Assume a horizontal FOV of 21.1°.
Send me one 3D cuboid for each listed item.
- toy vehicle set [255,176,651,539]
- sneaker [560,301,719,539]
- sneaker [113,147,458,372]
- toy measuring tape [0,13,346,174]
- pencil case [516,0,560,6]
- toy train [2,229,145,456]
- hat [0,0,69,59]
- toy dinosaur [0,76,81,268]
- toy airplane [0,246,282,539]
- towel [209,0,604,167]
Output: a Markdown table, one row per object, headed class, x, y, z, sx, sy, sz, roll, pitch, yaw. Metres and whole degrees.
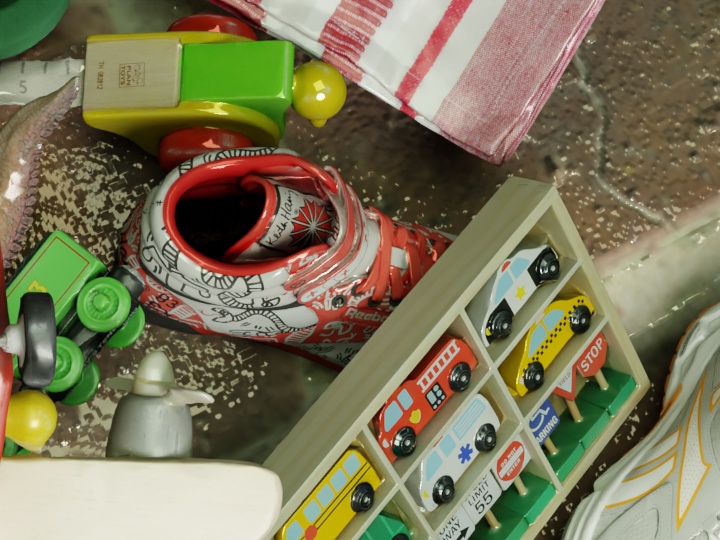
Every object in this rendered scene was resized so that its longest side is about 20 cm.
| class | x | y | z | sx | sy | sz | roll | pitch | yaw |
| --- | --- | --- | --- | --- | --- | --- | --- | --- | --- |
| toy vehicle set | 0.036 | 0.075 | 0.802 | 0.200 | 0.026 | 0.125 | -49 | 130 | -21 |
| sneaker | 0.155 | 0.095 | 0.823 | 0.076 | 0.092 | 0.201 | 37 | 69 | -24 |
| sneaker | -0.001 | 0.001 | 0.808 | 0.199 | 0.108 | 0.068 | 10 | 73 | -12 |
| toy measuring tape | -0.102 | -0.072 | 0.839 | 0.198 | 0.074 | 0.074 | -1 | 74 | 9 |
| pencil case | 0.033 | -0.179 | 0.882 | 0.199 | 0.083 | 0.091 | 35 | 57 | -3 |
| toy train | -0.162 | 0.070 | 0.769 | 0.056 | 0.042 | 0.201 | 36 | 81 | 14 |
| hat | -0.250 | -0.145 | 0.834 | 0.199 | 0.175 | 0.167 | 34 | 49 | -35 |
| toy dinosaur | -0.192 | -0.006 | 0.762 | 0.198 | 0.086 | 0.137 | -19 | 81 | -6 |
| toy airplane | -0.155 | 0.076 | 0.690 | 0.199 | 0.141 | 0.200 | -41 | 115 | 3 |
| towel | 0.013 | -0.154 | 0.831 | 0.199 | 0.023 | 0.145 | 30 | 98 | -1 |
